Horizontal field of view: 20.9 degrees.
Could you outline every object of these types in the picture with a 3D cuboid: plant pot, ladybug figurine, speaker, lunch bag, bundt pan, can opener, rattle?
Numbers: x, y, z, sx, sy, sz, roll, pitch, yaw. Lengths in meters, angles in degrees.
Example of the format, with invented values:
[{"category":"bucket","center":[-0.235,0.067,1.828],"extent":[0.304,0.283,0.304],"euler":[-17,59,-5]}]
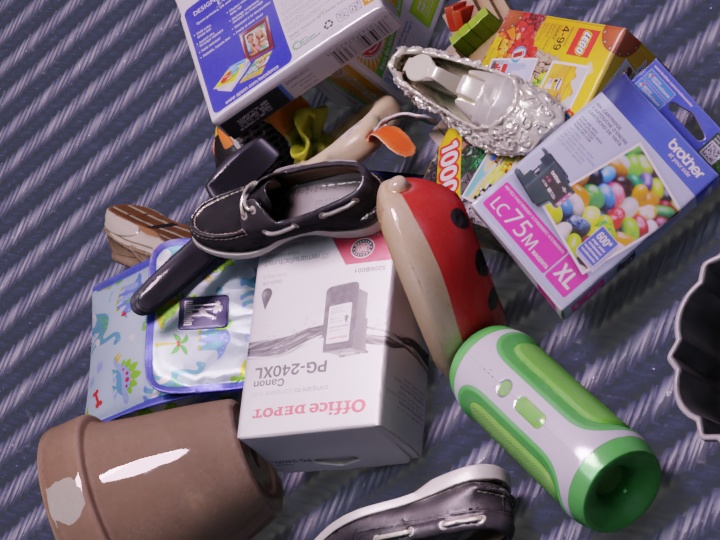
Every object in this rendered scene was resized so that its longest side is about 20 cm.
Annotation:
[{"category":"plant pot","center":[-0.167,0.202,1.745],"extent":[0.173,0.201,0.201],"euler":[-24,47,8]},{"category":"ladybug figurine","center":[0.070,0.001,1.630],"extent":[0.071,0.201,0.136],"euler":[-21,36,3]},{"category":"speaker","center":[0.150,0.122,1.540],"extent":[0.089,0.088,0.200],"euler":[-52,40,5]},{"category":"lunch bag","center":[-0.162,0.071,1.851],"extent":[0.199,0.127,0.172],"euler":[-22,53,32]},{"category":"bundt pan","center":[0.327,0.056,1.416],"extent":[0.201,0.076,0.204],"euler":[-24,50,32]},{"category":"can opener","center":[-0.137,-0.031,1.807],"extent":[0.200,0.079,0.063],"euler":[-47,-2,-8]},{"category":"rattle","center":[-0.023,-0.156,1.813],"extent":[0.129,0.144,0.200],"euler":[-24,4,-13]}]

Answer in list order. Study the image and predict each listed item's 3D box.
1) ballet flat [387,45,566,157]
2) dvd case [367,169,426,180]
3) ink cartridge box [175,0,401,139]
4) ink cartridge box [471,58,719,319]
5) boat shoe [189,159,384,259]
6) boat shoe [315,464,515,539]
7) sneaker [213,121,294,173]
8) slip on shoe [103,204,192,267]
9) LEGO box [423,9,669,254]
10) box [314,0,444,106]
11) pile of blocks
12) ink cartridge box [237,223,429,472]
[{"category":"ballet flat","center":[0.090,-0.149,1.674],"extent":[0.199,0.072,0.072],"euler":[27,85,49]},{"category":"dvd case","center":[0.000,0.000,1.820],"extent":[0.142,0.018,0.202],"euler":[8,70,46]},{"category":"ink cartridge box","center":[-0.075,-0.251,1.856],"extent":[0.197,0.047,0.201],"euler":[-33,46,16]},{"category":"ink cartridge box","center":[0.202,-0.071,1.583],"extent":[0.200,0.042,0.120],"euler":[-40,74,-2]},{"category":"boat shoe","center":[-0.069,-0.057,1.713],"extent":[0.198,0.060,0.075],"euler":[-3,62,26]},{"category":"boat shoe","center":[0.040,0.225,1.588],"extent":[0.199,0.074,0.061],"euler":[-26,47,21]},{"category":"sneaker","center":[-0.099,-0.075,1.943],"extent":[0.090,0.069,0.201],"euler":[116,141,-52]},{"category":"slip on shoe","center":[-0.198,-0.013,1.993],"extent":[0.199,0.076,0.061],"euler":[23,112,45]},{"category":"LEGO box","center":[0.155,-0.114,1.696],"extent":[0.148,0.077,0.201],"euler":[17,78,49]},{"category":"box","center":[0.010,-0.274,1.918],"extent":[0.101,0.112,0.202],"euler":[5,70,46]},{"category":"pile of blocks","center":[0.105,-0.184,1.803],"extent":[0.082,0.062,0.202],"euler":[-21,52,35]},{"category":"ink cartridge box","center":[-0.019,0.066,1.716],"extent":[0.144,0.083,0.202],"euler":[-8,62,27]}]
